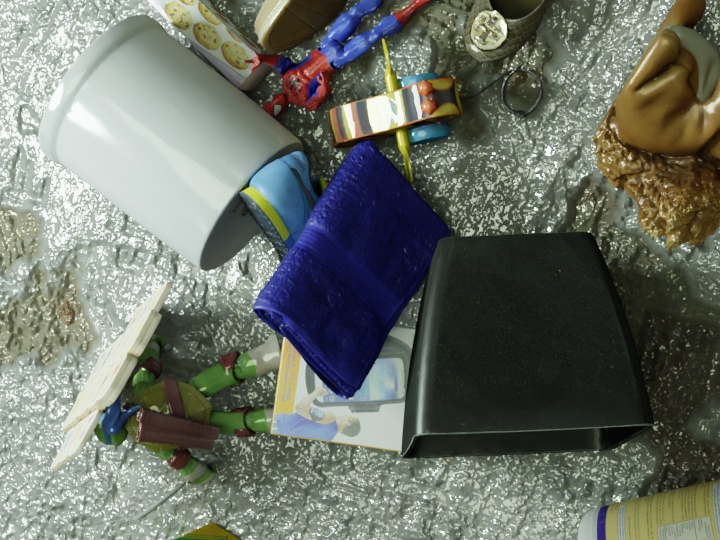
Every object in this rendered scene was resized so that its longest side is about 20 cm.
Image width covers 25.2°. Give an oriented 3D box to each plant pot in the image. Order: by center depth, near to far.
[{"bbox_3d":[0.135,0.067,1.427,0.200,0.200,0.178,-3,77,-2],"label":"plant pot"}]

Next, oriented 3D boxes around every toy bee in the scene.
[{"bbox_3d":[0.051,-0.160,1.499,0.200,0.109,0.131,-34,81,17],"label":"toy bee"}]

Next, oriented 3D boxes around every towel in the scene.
[{"bbox_3d":[0.000,0.000,1.471,0.050,0.148,0.200,6,58,45],"label":"towel"}]

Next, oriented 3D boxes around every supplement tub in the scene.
[{"bbox_3d":[0.306,0.261,1.419,0.200,0.145,0.146,-16,88,19],"label":"supplement tub"}]

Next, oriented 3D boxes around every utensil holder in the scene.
[{"bbox_3d":[-0.178,-0.120,1.550,0.200,0.170,0.170,38,104,10],"label":"utensil holder"}]

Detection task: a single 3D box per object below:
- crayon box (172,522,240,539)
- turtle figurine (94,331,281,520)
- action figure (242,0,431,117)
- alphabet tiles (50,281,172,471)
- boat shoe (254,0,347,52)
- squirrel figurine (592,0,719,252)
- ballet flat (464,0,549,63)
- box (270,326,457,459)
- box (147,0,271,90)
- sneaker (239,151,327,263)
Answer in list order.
[{"bbox_3d":[-0.200,0.361,1.581,0.058,0.173,0.200,29,102,18],"label":"crayon box"},{"bbox_3d":[-0.165,0.133,1.608,0.194,0.200,0.144,-13,61,-3],"label":"turtle figurine"},{"bbox_3d":[-0.029,-0.215,1.530,0.200,0.099,0.065,-42,79,19],"label":"action figure"},{"bbox_3d":[-0.246,0.102,1.571,0.015,0.200,0.196,32,65,-12],"label":"alphabet tiles"},{"bbox_3d":[-0.039,-0.301,1.545,0.200,0.074,0.069,-50,59,15],"label":"boat shoe"},{"bbox_3d":[0.313,-0.117,1.418,0.187,0.142,0.200,32,117,4],"label":"squirrel figurine"},{"bbox_3d":[0.162,-0.277,1.470,0.067,0.046,0.200,41,95,16],"label":"ballet flat"},{"bbox_3d":[0.021,0.111,1.533,0.200,0.041,0.119,7,85,5],"label":"box"},{"bbox_3d":[-0.170,-0.258,1.602,0.200,0.039,0.041,45,104,11],"label":"box"},{"bbox_3d":[-0.043,-0.033,1.515,0.078,0.200,0.066,-42,51,-13],"label":"sneaker"}]
